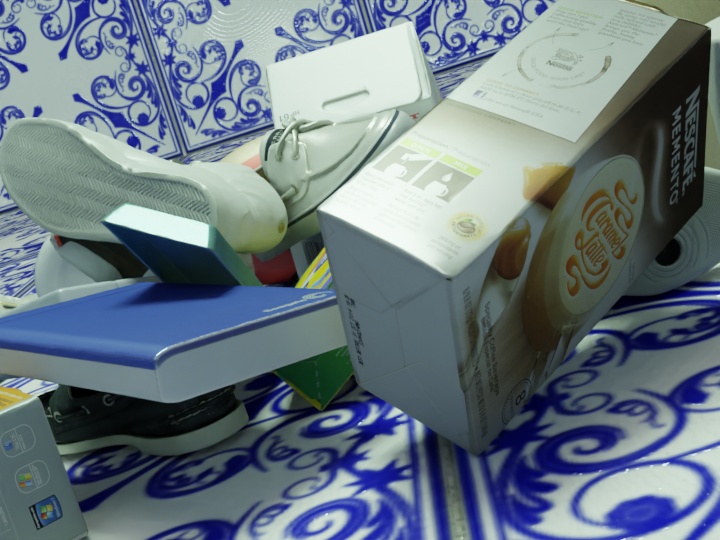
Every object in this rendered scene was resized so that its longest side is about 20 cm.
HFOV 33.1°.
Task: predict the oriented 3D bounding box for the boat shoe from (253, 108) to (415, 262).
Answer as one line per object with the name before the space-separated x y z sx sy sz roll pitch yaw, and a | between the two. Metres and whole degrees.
boat shoe | -0.039 -0.071 0.841 0.199 0.070 0.071 -27 24 53

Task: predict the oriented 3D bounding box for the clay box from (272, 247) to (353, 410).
clay box | 0.000 0.000 0.756 0.115 0.047 0.200 -51 8 11

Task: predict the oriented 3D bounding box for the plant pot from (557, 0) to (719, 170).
plant pot | 0.208 -0.141 0.837 0.185 0.203 0.187 -17 11 4

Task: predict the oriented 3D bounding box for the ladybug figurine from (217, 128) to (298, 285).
ladybug figurine | -0.052 -0.050 1.020 0.198 0.137 0.072 -24 41 -17

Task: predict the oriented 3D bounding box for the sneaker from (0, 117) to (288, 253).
sneaker | -0.146 -0.051 0.832 0.198 0.075 0.115 22 11 27

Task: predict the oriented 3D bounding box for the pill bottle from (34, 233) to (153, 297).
pill bottle | -0.211 -0.013 1.092 0.110 0.114 0.200 -16 12 9

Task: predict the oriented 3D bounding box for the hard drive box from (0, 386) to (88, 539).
hard drive box | -0.260 0.131 0.603 0.198 0.078 0.155 -26 14 -32

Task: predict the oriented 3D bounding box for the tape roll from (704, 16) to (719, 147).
tape roll | 0.276 -0.076 0.588 0.200 0.141 0.203 -17 11 3

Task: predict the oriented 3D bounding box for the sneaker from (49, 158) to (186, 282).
sneaker | -0.170 -0.047 0.907 0.082 0.077 0.200 -53 9 15

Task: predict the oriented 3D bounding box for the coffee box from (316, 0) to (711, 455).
coffee box | 0.080 -0.030 0.571 0.079 0.115 0.200 26 56 34

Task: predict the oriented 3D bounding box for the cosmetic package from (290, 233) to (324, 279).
cosmetic package | 0.048 -0.047 0.965 0.198 0.072 0.101 -24 13 -28

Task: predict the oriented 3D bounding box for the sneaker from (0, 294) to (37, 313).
sneaker | -0.328 0.048 1.069 0.075 0.082 0.200 -16 11 14

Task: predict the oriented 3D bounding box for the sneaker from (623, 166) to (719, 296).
sneaker | 0.121 -0.020 0.723 0.197 0.074 0.112 -19 13 0

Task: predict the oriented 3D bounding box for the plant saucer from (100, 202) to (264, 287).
plant saucer | -0.090 0.007 0.736 0.069 0.019 0.200 14 -15 15

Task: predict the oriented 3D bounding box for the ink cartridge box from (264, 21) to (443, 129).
ink cartridge box | 0.011 -0.130 1.131 0.142 0.086 0.200 -15 -22 9

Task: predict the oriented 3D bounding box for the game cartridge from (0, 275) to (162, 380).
game cartridge | -0.172 0.038 0.844 0.132 0.041 0.199 -25 -10 27

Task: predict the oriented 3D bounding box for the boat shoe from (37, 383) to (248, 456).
boat shoe | -0.149 0.070 0.734 0.074 0.067 0.198 -27 15 -38

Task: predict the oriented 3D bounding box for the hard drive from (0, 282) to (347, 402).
hard drive | -0.107 0.032 0.638 0.131 0.026 0.198 -16 12 -41
